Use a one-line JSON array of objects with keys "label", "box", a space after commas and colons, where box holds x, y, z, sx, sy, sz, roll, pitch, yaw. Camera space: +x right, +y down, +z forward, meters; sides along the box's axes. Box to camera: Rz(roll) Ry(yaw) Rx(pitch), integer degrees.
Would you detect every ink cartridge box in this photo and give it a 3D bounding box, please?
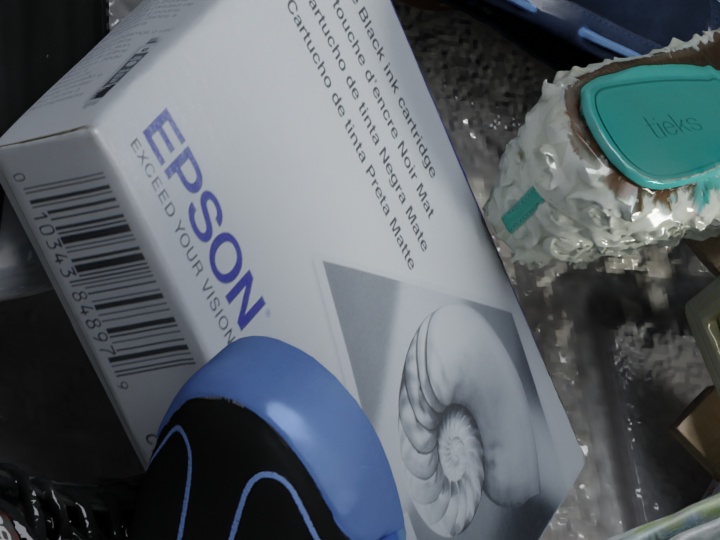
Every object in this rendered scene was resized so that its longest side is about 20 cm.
[{"label": "ink cartridge box", "box": [0.000, 0.000, 0.715, 0.200, 0.040, 0.200, -54, 127, -49]}]

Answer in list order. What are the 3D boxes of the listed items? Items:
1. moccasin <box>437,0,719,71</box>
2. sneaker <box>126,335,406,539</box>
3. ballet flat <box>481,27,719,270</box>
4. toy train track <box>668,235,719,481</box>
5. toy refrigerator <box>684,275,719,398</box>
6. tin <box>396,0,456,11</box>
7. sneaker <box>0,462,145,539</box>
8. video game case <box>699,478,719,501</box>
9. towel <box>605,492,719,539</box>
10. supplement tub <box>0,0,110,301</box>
[{"label": "moccasin", "box": [0.086, -0.065, 0.856, 0.200, 0.080, 0.068, 36, 73, -22]}, {"label": "sneaker", "box": [-0.038, 0.116, 0.617, 0.070, 0.201, 0.078, 19, 31, 28]}, {"label": "ballet flat", "box": [0.111, -0.038, 0.782, 0.199, 0.072, 0.072, -10, 69, -42]}, {"label": "toy train track", "box": [0.175, -0.008, 0.849, 0.200, 0.033, 0.115, -44, 90, -12]}, {"label": "toy refrigerator", "box": [0.170, 0.081, 0.754, 0.070, 0.076, 0.201, -13, 73, -27]}, {"label": "tin", "box": [0.002, -0.181, 0.900, 0.112, 0.042, 0.201, -17, 73, -40]}, {"label": "sneaker", "box": [-0.086, 0.086, 0.659, 0.200, 0.098, 0.071, -12, 66, -36]}, {"label": "video game case", "box": [0.161, 0.172, 0.802, 0.200, 0.023, 0.182, 41, 51, -4]}, {"label": "towel", "box": [0.070, 0.146, 0.645, 0.170, 0.201, 0.048, -22, 39, -15]}, {"label": "supplement tub", "box": [-0.126, -0.095, 0.673, 0.122, 0.122, 0.201, -5, 98, -32]}]
